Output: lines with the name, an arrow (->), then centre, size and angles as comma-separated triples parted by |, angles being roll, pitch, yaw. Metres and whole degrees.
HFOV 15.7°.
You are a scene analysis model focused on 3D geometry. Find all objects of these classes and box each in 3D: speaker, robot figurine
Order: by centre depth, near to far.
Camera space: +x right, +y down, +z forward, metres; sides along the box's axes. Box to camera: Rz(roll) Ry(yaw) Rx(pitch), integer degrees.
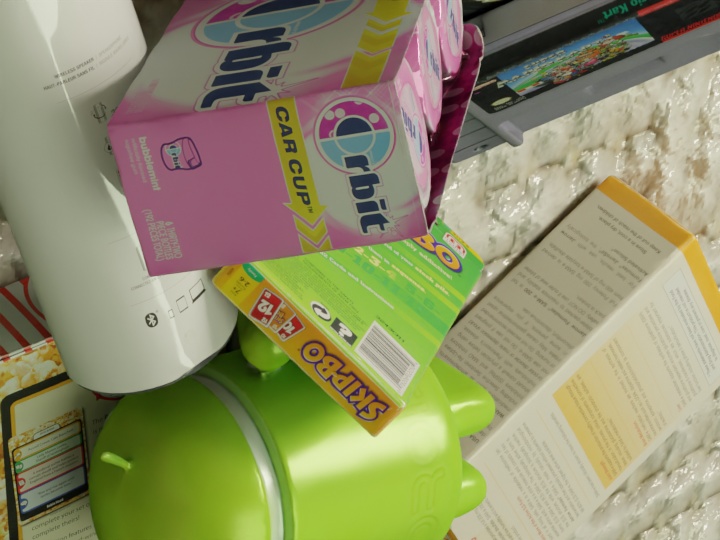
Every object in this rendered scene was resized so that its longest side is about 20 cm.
speaker -> -0.114, -0.051, 1.061 | 0.081, 0.081, 0.201 | -32, 126, -21
robot figurine -> -0.035, 0.091, 1.178 | 0.199, 0.115, 0.177 | -15, 122, -35

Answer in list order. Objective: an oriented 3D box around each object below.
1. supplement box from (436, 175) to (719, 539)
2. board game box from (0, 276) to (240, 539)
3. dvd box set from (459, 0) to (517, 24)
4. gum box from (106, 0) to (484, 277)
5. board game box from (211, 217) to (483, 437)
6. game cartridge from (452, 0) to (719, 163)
supplement box -> 0.104, 0.065, 1.403 | 0.200, 0.073, 0.126 | -43, 141, -9
board game box -> -0.119, 0.084, 1.223 | 0.151, 0.046, 0.201 | -23, 134, -30
dvd box set -> 0.100, -0.134, 1.216 | 0.199, 0.030, 0.146 | -8, 162, -41
gum box -> -0.020, -0.076, 1.055 | 0.113, 0.200, 0.067 | -9, 114, 13
board game box -> 0.000, 0.000, 1.166 | 0.030, 0.095, 0.200 | -45, -177, 24
game cartridge -> 0.112, -0.106, 1.202 | 0.199, 0.039, 0.130 | -22, 170, 14
